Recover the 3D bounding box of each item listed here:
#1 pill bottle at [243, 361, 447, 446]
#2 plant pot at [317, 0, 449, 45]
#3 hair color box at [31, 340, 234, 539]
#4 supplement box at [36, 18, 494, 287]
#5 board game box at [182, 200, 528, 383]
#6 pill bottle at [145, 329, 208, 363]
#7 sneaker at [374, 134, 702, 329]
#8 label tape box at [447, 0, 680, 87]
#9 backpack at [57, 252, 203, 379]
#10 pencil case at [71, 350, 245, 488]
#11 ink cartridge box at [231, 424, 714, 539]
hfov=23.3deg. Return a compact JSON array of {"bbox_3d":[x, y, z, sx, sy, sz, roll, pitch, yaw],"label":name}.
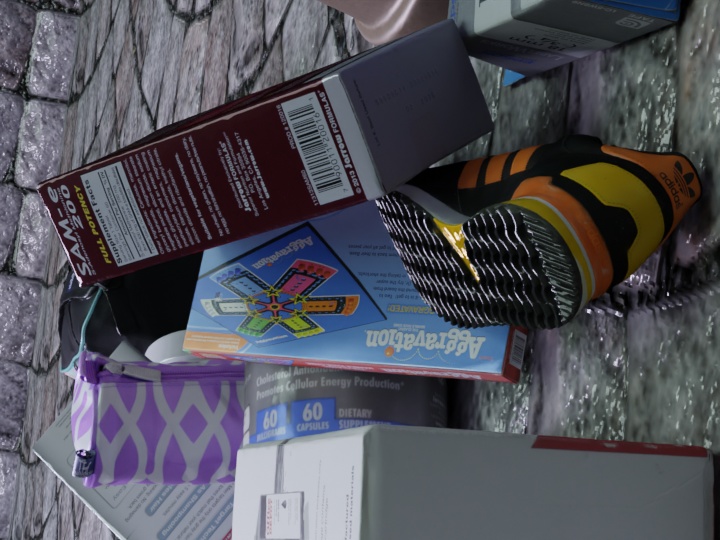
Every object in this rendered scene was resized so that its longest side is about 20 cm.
[{"bbox_3d":[-0.008,0.026,0.974,0.114,0.113,0.201,132,141,-62],"label":"pill bottle"},{"bbox_3d":[-0.019,-0.237,1.017,0.200,0.173,0.202,-173,90,-74],"label":"plant pot"},{"bbox_3d":[-0.117,0.144,1.152,0.200,0.061,0.099,36,83,36],"label":"hair color box"},{"bbox_3d":[-0.048,-0.055,0.848,0.199,0.109,0.061,-15,101,37],"label":"supplement box"},{"bbox_3d":[0.000,0.000,0.895,0.199,0.019,0.104,3,73,35],"label":"board game box"},{"bbox_3d":[-0.110,0.152,1.253,0.116,0.115,0.201,123,150,-55],"label":"pill bottle"},{"bbox_3d":[0.078,-0.023,0.779,0.070,0.090,0.200,65,164,-12],"label":"sneaker"},{"bbox_3d":[0.086,-0.175,0.834,0.200,0.063,0.145,170,107,-72],"label":"label tape box"},{"bbox_3d":[-0.169,0.020,1.426,0.200,0.153,0.177,-27,46,62],"label":"backpack"},{"bbox_3d":[-0.078,0.082,1.042,0.084,0.199,0.086,-120,34,-54],"label":"pencil case"},{"bbox_3d":[0.038,0.114,0.735,0.200,0.146,0.084,155,118,-71],"label":"ink cartridge box"}]
